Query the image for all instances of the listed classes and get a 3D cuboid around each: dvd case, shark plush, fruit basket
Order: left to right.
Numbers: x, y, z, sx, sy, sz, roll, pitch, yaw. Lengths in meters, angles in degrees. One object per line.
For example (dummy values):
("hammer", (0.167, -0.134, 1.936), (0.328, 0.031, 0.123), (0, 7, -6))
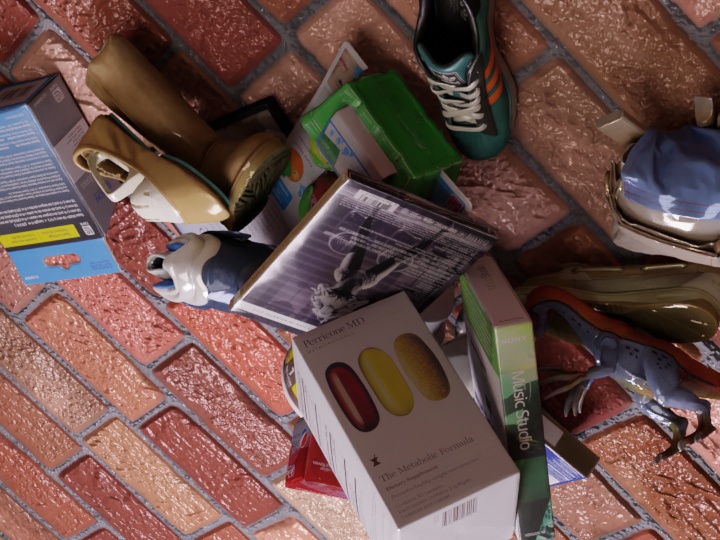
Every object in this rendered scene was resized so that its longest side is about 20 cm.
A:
("dvd case", (-0.118, -0.079, 1.462), (0.199, 0.018, 0.143), (-17, 118, 39))
("fruit basket", (-0.007, -0.066, 1.317), (0.186, 0.093, 0.200), (55, 133, 16))
("dvd case", (0.000, 0.000, 1.274), (0.148, 0.016, 0.200), (20, 137, -25))
("shark plush", (0.081, 0.112, 1.392), (0.091, 0.200, 0.083), (45, 179, 7))

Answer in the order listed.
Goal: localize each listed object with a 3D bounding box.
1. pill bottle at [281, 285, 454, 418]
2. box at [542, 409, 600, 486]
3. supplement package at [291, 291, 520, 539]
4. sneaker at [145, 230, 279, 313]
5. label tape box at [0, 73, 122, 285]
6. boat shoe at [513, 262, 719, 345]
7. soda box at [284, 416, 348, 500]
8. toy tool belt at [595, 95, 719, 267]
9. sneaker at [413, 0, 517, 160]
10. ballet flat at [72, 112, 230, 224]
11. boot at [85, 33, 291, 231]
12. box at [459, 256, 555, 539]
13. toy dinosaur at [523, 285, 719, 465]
("pill bottle", (0.009, 0.067, 1.449), (0.109, 0.110, 0.200), (37, 136, -4))
("box", (0.139, 0.170, 1.491), (0.121, 0.032, 0.200), (40, 155, -6))
("supplement package", (0.034, 0.138, 1.255), (0.201, 0.113, 0.110), (57, 162, 34))
("sneaker", (-0.125, 0.000, 1.417), (0.145, 0.200, 0.081), (14, 91, -3))
("label tape box", (-0.325, -0.089, 1.541), (0.143, 0.063, 0.201), (-6, 124, 33))
("boat shoe", (0.226, 0.021, 1.331), (0.199, 0.063, 0.073), (-2, 139, 40))
("soda box", (0.032, 0.192, 1.455), (0.198, 0.071, 0.063), (14, 162, -17))
("toy tool belt", (0.284, -0.072, 1.163), (0.198, 0.125, 0.123), (4, 138, 26))
("sneaker", (0.078, -0.165, 1.228), (0.071, 0.080, 0.201), (6, 130, 25))
("ballet flat", (-0.189, -0.076, 1.345), (0.200, 0.063, 0.069), (33, 164, 43))
("boot", (-0.161, -0.134, 1.355), (0.200, 0.066, 0.175), (46, 154, 4))
("box", (0.122, 0.106, 1.270), (0.036, 0.145, 0.202), (-12, 113, -4))
("toy dinosaur", (0.227, 0.076, 1.303), (0.182, 0.199, 0.105), (60, 166, 10))
